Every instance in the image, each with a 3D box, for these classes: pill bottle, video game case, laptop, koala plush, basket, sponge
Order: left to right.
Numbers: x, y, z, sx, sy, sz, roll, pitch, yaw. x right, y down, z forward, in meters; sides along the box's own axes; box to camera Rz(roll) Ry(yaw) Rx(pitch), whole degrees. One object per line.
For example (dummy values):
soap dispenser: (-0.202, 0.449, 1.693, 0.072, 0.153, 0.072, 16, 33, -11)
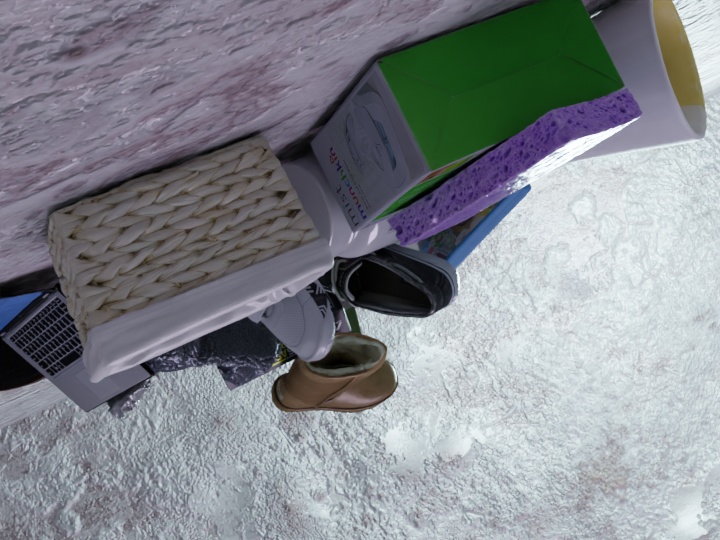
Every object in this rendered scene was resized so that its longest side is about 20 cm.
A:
laptop: (-0.341, 0.096, 0.972, 0.187, 0.200, 0.116, -27, -157, 51)
koala plush: (-0.224, 0.057, 1.062, 0.199, 0.179, 0.183, -26, 165, 37)
basket: (-0.143, -0.010, 0.791, 0.198, 0.125, 0.135, -24, 177, -22)
pill bottle: (0.009, -0.078, 0.961, 0.199, 0.114, 0.113, -22, 176, -41)
video game case: (0.108, -0.088, 1.065, 0.143, 0.018, 0.201, -48, -155, 22)
sponge: (0.120, -0.081, 0.793, 0.111, 0.030, 0.199, -23, 174, -42)

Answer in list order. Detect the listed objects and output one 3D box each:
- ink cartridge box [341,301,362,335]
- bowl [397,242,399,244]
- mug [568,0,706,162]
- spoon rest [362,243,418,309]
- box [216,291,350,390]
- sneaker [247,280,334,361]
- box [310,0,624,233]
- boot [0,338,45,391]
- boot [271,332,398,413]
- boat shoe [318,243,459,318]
ink cartridge box: (-0.031, 0.004, 1.245, 0.047, 0.202, 0.145, -14, 173, -26)
bowl: (0.089, -0.090, 1.304, 0.201, 0.090, 0.202, -47, -154, 31)
mug: (0.243, -0.176, 0.964, 0.152, 0.151, 0.186, -17, 175, 31)
spoon rest: (0.056, -0.040, 1.226, 0.060, 0.100, 0.201, 1, 130, -46)
box: (-0.120, 0.029, 1.188, 0.159, 0.201, 0.045, -26, 136, -6)
sneaker: (-0.116, 0.014, 0.921, 0.114, 0.200, 0.075, -12, 144, -44)
box: (0.081, -0.130, 0.824, 0.198, 0.098, 0.176, -25, 175, -24)
boot: (-0.374, 0.091, 1.197, 0.198, 0.075, 0.097, -27, 174, 3)
boot: (-0.008, 0.119, 1.143, 0.173, 0.067, 0.200, -10, 164, -21)
boat shoe: (0.000, 0.000, 0.994, 0.198, 0.073, 0.071, 10, -160, 25)
